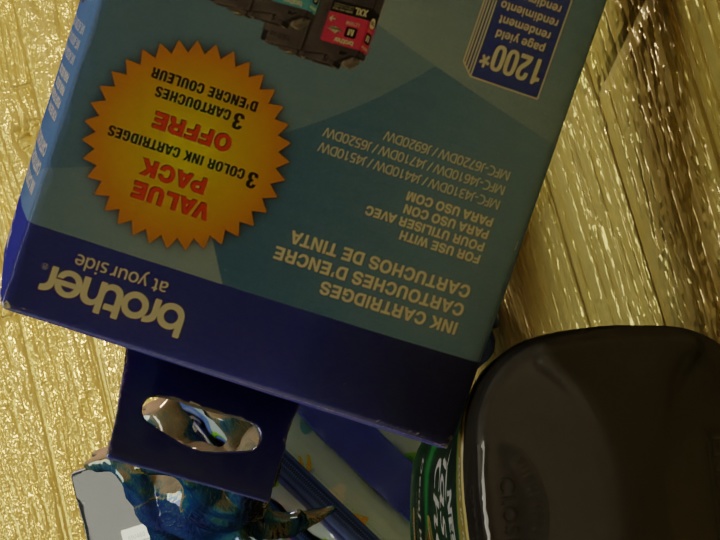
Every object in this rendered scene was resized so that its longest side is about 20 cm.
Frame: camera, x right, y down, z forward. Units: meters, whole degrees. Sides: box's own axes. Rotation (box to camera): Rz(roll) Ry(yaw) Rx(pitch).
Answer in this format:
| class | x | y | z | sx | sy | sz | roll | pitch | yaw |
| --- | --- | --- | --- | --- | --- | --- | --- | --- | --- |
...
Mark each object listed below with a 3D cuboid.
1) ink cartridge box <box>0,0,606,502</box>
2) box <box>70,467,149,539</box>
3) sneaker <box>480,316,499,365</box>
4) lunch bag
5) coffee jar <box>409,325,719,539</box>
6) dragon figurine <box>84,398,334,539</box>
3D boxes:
| class | x | y | z | sx | sy | sz | roll | pitch | yaw |
| --- | --- | --- | --- | --- | --- | --- | --- | --- | --- |
| ink cartridge box | -0.019 | -0.040 | 0.587 | 0.076 | 0.135 | 0.202 | -119 | 47 | -75 |
| box | -0.049 | 0.164 | 1.203 | 0.107 | 0.199 | 0.150 | -21 | 79 | 37 |
| sneaker | 0.019 | 0.015 | 0.938 | 0.088 | 0.075 | 0.200 | 42 | -169 | -1 |
| lunch bag | -0.010 | 0.103 | 0.986 | 0.200 | 0.082 | 0.161 | 43 | 163 | 12 |
| coffee jar | 0.065 | 0.078 | 0.638 | 0.200 | 0.084 | 0.105 | 111 | 153 | -77 |
| dragon figurine | -0.054 | 0.104 | 0.878 | 0.100 | 0.059 | 0.199 | 55 | 148 | -14 |
